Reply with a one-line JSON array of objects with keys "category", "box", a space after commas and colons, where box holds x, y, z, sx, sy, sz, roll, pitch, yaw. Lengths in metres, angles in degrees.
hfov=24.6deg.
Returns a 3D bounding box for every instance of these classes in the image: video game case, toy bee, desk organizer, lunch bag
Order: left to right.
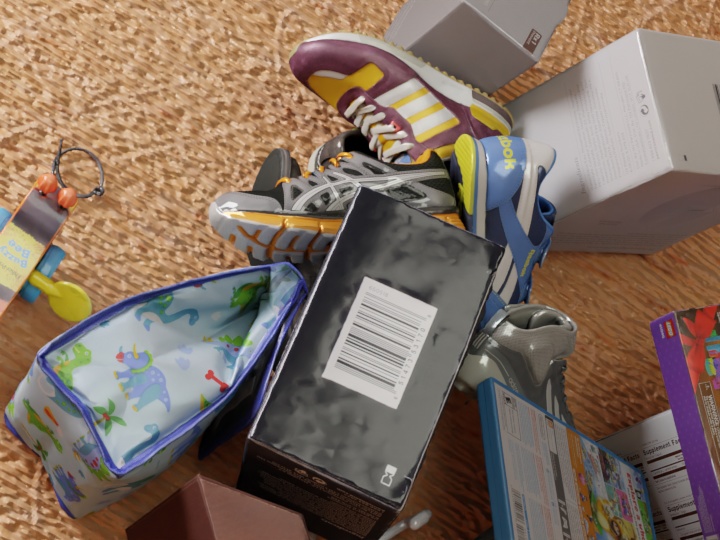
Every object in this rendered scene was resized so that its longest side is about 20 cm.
[{"category": "toy bee", "box": [-0.252, -0.029, 1.216, 0.129, 0.109, 0.203, 15, 68, -17]}, {"category": "lunch bag", "box": [-0.140, 0.077, 1.196, 0.199, 0.170, 0.128, -35, 88, -28]}, {"category": "desk organizer", "box": [-0.102, 0.194, 1.161, 0.071, 0.200, 0.078, -11, 76, -26]}, {"category": "video game case", "box": [0.163, 0.181, 1.255, 0.199, 0.018, 0.144, 32, 38, -36]}]

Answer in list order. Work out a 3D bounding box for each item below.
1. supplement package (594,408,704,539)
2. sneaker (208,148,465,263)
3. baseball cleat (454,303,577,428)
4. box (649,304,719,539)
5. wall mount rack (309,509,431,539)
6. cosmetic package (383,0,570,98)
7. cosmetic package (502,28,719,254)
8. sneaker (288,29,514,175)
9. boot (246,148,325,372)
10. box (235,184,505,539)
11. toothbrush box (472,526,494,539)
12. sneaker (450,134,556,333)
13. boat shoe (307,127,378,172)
[{"category": "supplement package", "box": [0.337, 0.193, 1.390, 0.189, 0.147, 0.202, -18, 81, -28]}, {"category": "sneaker", "box": [-0.019, -0.052, 1.264, 0.197, 0.078, 0.078, -1, 75, -17]}, {"category": "baseball cleat", "box": [0.150, 0.094, 1.326, 0.107, 0.070, 0.200, -48, 141, 4]}, {"category": "box", "box": [0.315, 0.124, 1.295, 0.135, 0.039, 0.203, -7, 77, -26]}, {"category": "wall mount rack", "box": [0.010, 0.277, 1.256, 0.173, 0.074, 0.201, -28, 86, -29]}, {"category": "cosmetic package", "box": [0.089, -0.199, 1.372, 0.090, 0.200, 0.108, 34, 62, -11]}, {"category": "cosmetic package", "box": [0.238, -0.101, 1.388, 0.198, 0.199, 0.125, 1, 70, -40]}, {"category": "sneaker", "box": [0.030, -0.119, 1.325, 0.198, 0.075, 0.091, 21, 63, -12]}, {"category": "boot", "box": [0.000, 0.000, 1.352, 0.172, 0.069, 0.203, -2, 81, -28]}, {"category": "box", "box": [0.002, 0.078, 1.177, 0.116, 0.200, 0.198, 23, 70, 2]}, {"category": "toothbrush box", "box": [0.153, 0.257, 1.274, 0.199, 0.085, 0.148, -20, 82, -60]}, {"category": "sneaker", "box": [0.118, -0.015, 1.314, 0.081, 0.202, 0.074, -9, 32, -11]}, {"category": "boat shoe", "box": [0.055, -0.062, 1.393, 0.199, 0.061, 0.073, 19, 67, -18]}]
